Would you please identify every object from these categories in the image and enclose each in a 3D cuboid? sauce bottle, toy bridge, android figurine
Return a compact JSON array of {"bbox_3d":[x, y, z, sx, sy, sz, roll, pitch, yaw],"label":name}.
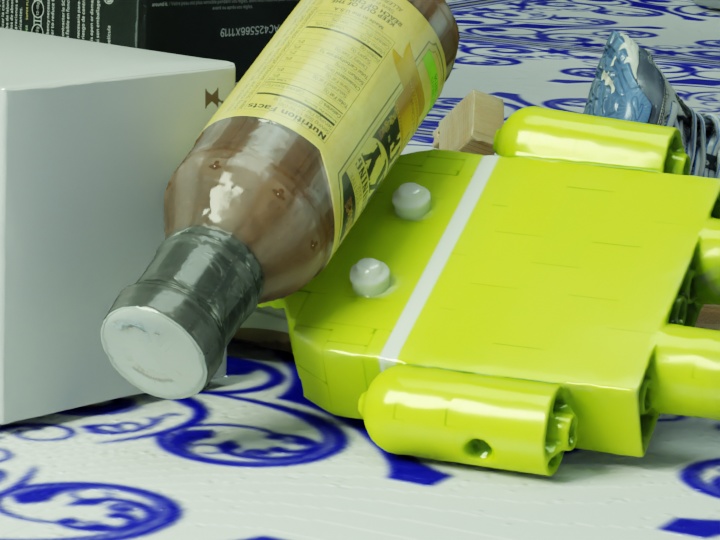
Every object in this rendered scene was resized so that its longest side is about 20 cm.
[{"bbox_3d":[-0.029,-0.033,0.960,0.064,0.065,0.200,8,43,26],"label":"sauce bottle"},{"bbox_3d":[0.119,-0.030,1.236,0.199,0.027,0.067,15,-34,-25],"label":"toy bridge"},{"bbox_3d":[0.055,0.005,0.971,0.199,0.041,0.182,9,41,20],"label":"android figurine"}]

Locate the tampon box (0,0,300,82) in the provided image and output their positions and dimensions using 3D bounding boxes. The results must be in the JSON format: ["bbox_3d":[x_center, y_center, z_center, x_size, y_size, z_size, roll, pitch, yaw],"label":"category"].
[{"bbox_3d":[-0.146,-0.143,1.595,0.200,0.127,0.150,11,14,41],"label":"tampon box"}]

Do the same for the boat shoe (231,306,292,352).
[{"bbox_3d":[0.000,0.000,1.063,0.199,0.065,0.073,7,10,15],"label":"boat shoe"}]

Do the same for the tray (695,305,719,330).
[{"bbox_3d":[0.076,-0.002,1.170,0.199,0.037,0.099,1,11,-2],"label":"tray"}]

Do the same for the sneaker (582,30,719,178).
[{"bbox_3d":[0.148,-0.061,1.316,0.085,0.077,0.200,17,-3,7],"label":"sneaker"}]

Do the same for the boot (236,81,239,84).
[{"bbox_3d":[-0.090,-0.074,1.436,0.130,0.068,0.200,4,8,38],"label":"boot"}]

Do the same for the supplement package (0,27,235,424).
[{"bbox_3d":[-0.158,-0.026,1.019,0.199,0.122,0.120,11,14,39],"label":"supplement package"}]

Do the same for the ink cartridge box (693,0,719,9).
[{"bbox_3d":[0.414,-0.300,2.461,0.144,0.146,0.200,-3,12,-25],"label":"ink cartridge box"}]
